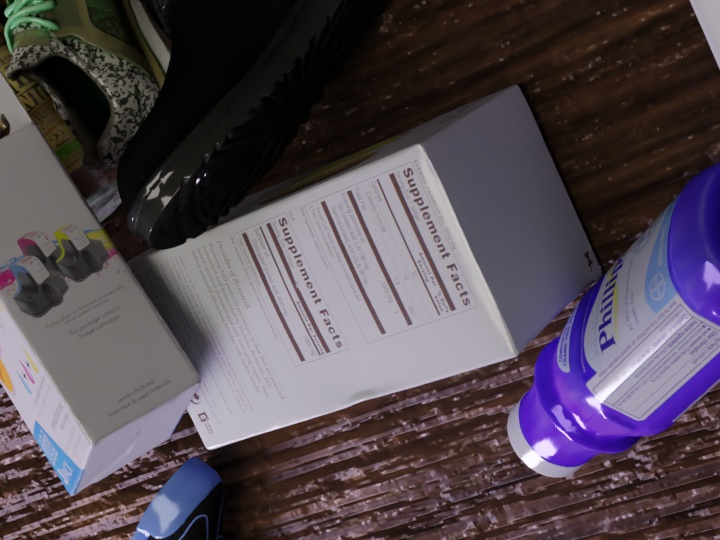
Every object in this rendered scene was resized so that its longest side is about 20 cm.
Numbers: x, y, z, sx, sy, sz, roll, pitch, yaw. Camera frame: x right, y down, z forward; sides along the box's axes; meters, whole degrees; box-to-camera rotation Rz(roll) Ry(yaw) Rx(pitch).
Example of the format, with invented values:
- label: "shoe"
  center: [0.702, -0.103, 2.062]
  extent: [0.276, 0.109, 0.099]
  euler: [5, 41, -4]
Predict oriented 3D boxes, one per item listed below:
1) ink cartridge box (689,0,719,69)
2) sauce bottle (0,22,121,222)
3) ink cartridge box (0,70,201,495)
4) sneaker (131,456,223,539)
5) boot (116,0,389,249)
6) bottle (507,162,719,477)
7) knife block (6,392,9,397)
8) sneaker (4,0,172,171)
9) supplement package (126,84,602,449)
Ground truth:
- label: "ink cartridge box"
  center: [0.234, -0.089, 0.698]
  extent: [0.145, 0.087, 0.200]
  euler: [-21, 99, 35]
- label: "sauce bottle"
  center: [-0.217, -0.107, 0.979]
  extent: [0.200, 0.065, 0.065]
  euler: [48, 126, 4]
- label: "ink cartridge box"
  center: [-0.170, 0.006, 0.876]
  extent: [0.200, 0.068, 0.115]
  euler: [56, 157, 9]
- label: "sneaker"
  center: [-0.104, 0.202, 1.036]
  extent: [0.078, 0.070, 0.200]
  euler: [29, 128, 14]
- label: "boot"
  center: [-0.093, -0.125, 0.834]
  extent: [0.158, 0.211, 0.079]
  euler: [31, 159, 13]
- label: "bottle"
  center: [0.135, 0.034, 0.803]
  extent: [0.065, 0.084, 0.200]
  euler: [26, 140, -9]
- label: "knife block"
  center: [-0.201, -0.020, 1.004]
  extent: [0.175, 0.064, 0.200]
  euler: [9, 113, 28]
- label: "sneaker"
  center: [-0.164, -0.136, 0.920]
  extent: [0.077, 0.089, 0.200]
  euler: [-38, 87, 36]
- label: "supplement package"
  center: [0.000, 0.000, 0.859]
  extent: [0.200, 0.114, 0.110]
  euler: [-20, 99, 35]
